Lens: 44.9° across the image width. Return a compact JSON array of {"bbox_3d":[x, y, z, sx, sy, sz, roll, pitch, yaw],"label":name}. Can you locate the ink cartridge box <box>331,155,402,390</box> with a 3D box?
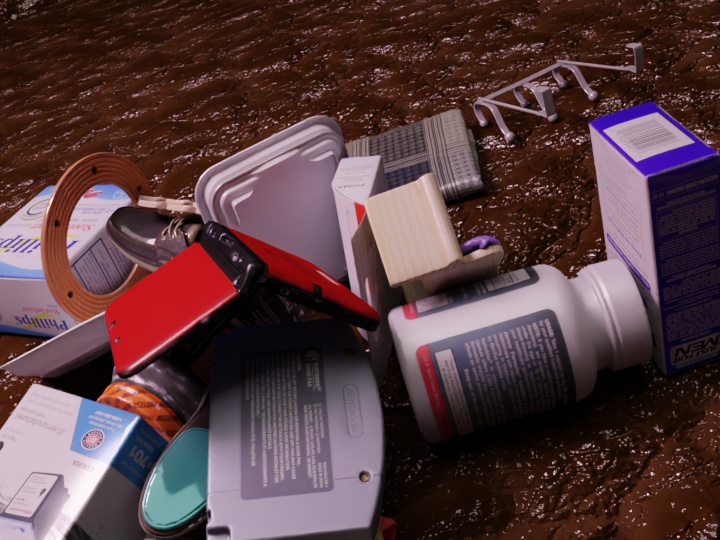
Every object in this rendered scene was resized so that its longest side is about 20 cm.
[{"bbox_3d":[0.000,0.000,0.825,0.047,0.161,0.200,-3,27,12],"label":"ink cartridge box"}]

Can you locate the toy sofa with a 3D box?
[{"bbox_3d":[0.074,-0.012,0.792,0.097,0.200,0.083,-19,71,6],"label":"toy sofa"}]

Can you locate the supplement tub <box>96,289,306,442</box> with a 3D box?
[{"bbox_3d":[-0.150,0.086,0.836,0.122,0.123,0.200,7,41,34],"label":"supplement tub"}]

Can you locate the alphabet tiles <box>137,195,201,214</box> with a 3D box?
[{"bbox_3d":[-0.163,-0.071,1.048,0.199,0.015,0.195,9,4,25],"label":"alphabet tiles"}]

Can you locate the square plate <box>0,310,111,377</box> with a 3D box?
[{"bbox_3d":[-0.270,0.067,0.934,0.198,0.029,0.200,-28,-1,-13],"label":"square plate"}]

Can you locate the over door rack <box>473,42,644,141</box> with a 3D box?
[{"bbox_3d":[0.251,-0.223,1.116,0.147,0.067,0.200,-28,14,-13],"label":"over door rack"}]

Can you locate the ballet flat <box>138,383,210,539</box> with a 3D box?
[{"bbox_3d":[-0.115,0.140,0.729,0.067,0.064,0.200,19,57,11],"label":"ballet flat"}]

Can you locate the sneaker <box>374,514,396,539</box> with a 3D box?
[{"bbox_3d":[-0.019,0.208,0.654,0.090,0.078,0.200,-27,39,-27],"label":"sneaker"}]

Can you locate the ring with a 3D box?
[{"bbox_3d":[-0.301,-0.036,1.013,0.019,0.201,0.201,5,40,23],"label":"ring"}]

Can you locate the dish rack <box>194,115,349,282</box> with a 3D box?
[{"bbox_3d":[-0.067,-0.045,0.913,0.171,0.200,0.044,-29,39,-15],"label":"dish rack"}]

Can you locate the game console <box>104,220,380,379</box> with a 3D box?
[{"bbox_3d":[-0.105,0.036,0.725,0.119,0.172,0.200,-65,23,4],"label":"game console"}]

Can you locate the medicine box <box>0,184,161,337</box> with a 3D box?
[{"bbox_3d":[-0.372,-0.016,1.108,0.182,0.103,0.200,2,38,28],"label":"medicine box"}]

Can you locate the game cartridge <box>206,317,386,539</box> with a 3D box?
[{"bbox_3d":[-0.048,0.121,0.661,0.133,0.042,0.200,-2,43,-5],"label":"game cartridge"}]

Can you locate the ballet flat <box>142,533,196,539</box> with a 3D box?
[{"bbox_3d":[-0.093,0.251,0.644,0.063,0.069,0.200,-9,25,-40],"label":"ballet flat"}]

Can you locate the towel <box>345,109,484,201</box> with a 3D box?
[{"bbox_3d":[0.058,-0.132,1.136,0.192,0.035,0.200,-16,36,10],"label":"towel"}]

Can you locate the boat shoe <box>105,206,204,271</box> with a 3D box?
[{"bbox_3d":[-0.193,-0.034,0.995,0.199,0.073,0.075,21,50,-1],"label":"boat shoe"}]

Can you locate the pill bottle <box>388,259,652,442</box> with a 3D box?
[{"bbox_3d":[0.133,0.062,0.735,0.199,0.120,0.120,-17,34,3],"label":"pill bottle"}]

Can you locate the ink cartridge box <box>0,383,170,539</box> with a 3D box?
[{"bbox_3d":[-0.258,0.209,0.710,0.146,0.086,0.200,7,54,33],"label":"ink cartridge box"}]

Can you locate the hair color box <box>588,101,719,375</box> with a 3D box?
[{"bbox_3d":[0.251,-0.025,0.727,0.065,0.200,0.109,-17,33,-1],"label":"hair color box"}]
